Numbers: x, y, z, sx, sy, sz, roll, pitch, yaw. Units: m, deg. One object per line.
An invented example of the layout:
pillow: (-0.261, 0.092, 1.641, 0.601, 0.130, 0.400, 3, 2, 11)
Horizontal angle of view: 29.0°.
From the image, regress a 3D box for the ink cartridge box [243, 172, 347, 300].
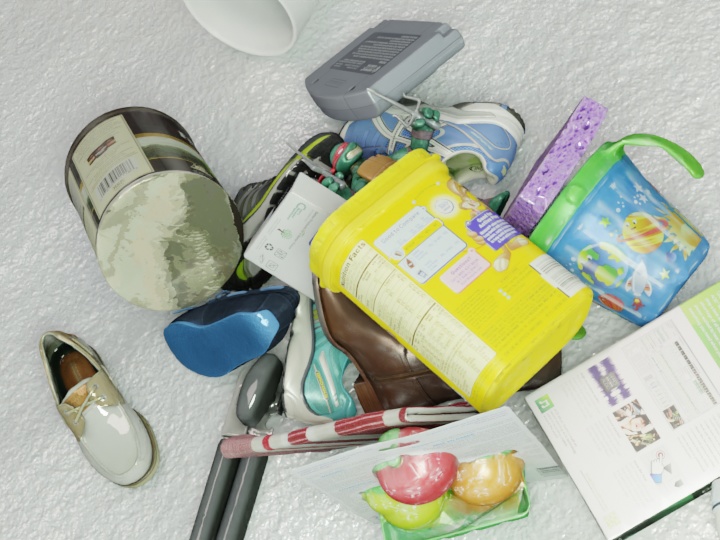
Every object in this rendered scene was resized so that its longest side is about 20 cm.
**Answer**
ink cartridge box: (0.000, 0.000, 1.296, 0.099, 0.200, 0.039, -50, 11, 38)

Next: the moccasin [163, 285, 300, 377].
moccasin: (-0.120, 0.059, 1.364, 0.068, 0.081, 0.200, -43, 20, -33)

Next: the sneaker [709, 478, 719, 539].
sneaker: (0.375, 0.190, 1.084, 0.199, 0.073, 0.071, -13, 65, 29)

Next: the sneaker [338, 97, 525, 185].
sneaker: (0.063, -0.124, 1.405, 0.199, 0.076, 0.077, -1, 56, 26)

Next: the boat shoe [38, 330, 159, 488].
boat shoe: (-0.274, 0.139, 1.411, 0.075, 0.068, 0.200, -41, 53, -2)

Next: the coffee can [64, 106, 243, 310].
coffee can: (-0.214, -0.066, 1.419, 0.146, 0.146, 0.200, -38, 32, 0)

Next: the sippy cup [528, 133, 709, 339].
sippy cup: (0.230, -0.023, 1.227, 0.130, 0.178, 0.140, 37, 63, 10)

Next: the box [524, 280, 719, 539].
box: (0.259, 0.120, 1.174, 0.200, 0.036, 0.145, -31, 68, 7)

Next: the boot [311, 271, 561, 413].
boot: (0.073, 0.043, 1.247, 0.199, 0.187, 0.064, -14, 29, 22)

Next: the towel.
towel: (-0.003, 0.137, 1.213, 0.200, 0.144, 0.023, -16, 78, 35)

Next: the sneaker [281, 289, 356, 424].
sneaker: (-0.029, 0.060, 1.355, 0.079, 0.078, 0.201, 7, 60, 0)

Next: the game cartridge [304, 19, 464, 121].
game cartridge: (0.016, -0.208, 1.442, 0.133, 0.041, 0.200, -36, 20, -10)

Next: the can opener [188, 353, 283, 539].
can opener: (-0.119, 0.176, 1.322, 0.052, 0.066, 0.201, 6, 66, 21)

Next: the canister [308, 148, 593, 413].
canister: (0.077, 0.009, 1.173, 0.148, 0.087, 0.200, -39, 67, -24)

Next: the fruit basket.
fruit basket: (0.062, 0.162, 1.158, 0.185, 0.200, 0.094, -19, 56, 15)

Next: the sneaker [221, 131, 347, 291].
sneaker: (-0.090, -0.071, 1.425, 0.200, 0.074, 0.081, -46, 43, 19)

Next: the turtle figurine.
turtle figurine: (0.035, -0.089, 1.336, 0.200, 0.101, 0.150, 32, 64, 14)

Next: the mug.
mug: (-0.108, -0.372, 1.558, 0.147, 0.200, 0.176, 13, 61, 25)

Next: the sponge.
sponge: (0.164, -0.077, 1.263, 0.030, 0.200, 0.112, 32, 76, 3)
